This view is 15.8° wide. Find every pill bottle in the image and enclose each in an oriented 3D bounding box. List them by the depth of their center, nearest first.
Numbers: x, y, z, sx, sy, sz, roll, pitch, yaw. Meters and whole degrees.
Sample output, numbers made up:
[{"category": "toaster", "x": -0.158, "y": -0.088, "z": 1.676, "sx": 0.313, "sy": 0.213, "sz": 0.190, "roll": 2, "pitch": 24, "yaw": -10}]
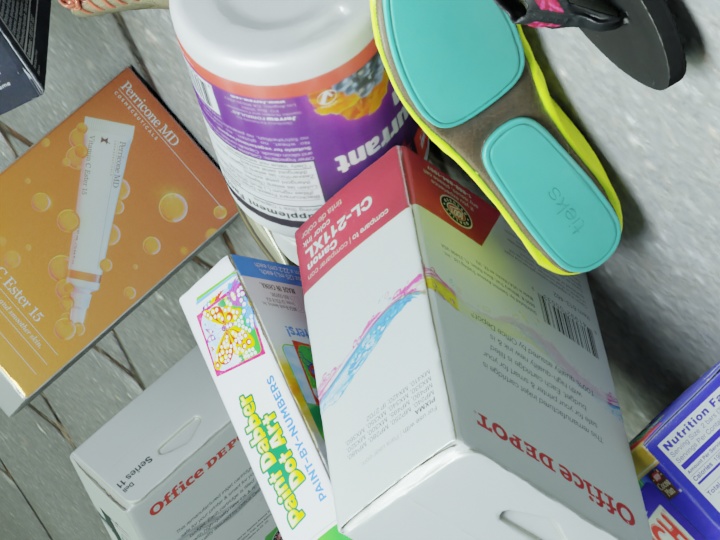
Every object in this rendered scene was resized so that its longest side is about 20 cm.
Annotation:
[{"category": "pill bottle", "x": -0.024, "y": -0.086, "z": 1.318, "sx": 0.111, "sy": 0.111, "sz": 0.200, "roll": 38, "pitch": 160, "yaw": 29}]

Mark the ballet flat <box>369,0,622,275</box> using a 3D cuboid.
[{"category": "ballet flat", "x": 0.058, "y": -0.082, "z": 1.223, "sx": 0.200, "sy": 0.067, "sz": 0.067, "roll": 55, "pitch": -178, "yaw": -26}]

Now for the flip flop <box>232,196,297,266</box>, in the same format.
[{"category": "flip flop", "x": 0.000, "y": 0.000, "z": 1.523, "sx": 0.200, "sy": 0.081, "sz": 0.058, "roll": 56, "pitch": 147, "yaw": -6}]

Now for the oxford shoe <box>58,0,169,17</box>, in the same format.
[{"category": "oxford shoe", "x": -0.132, "y": -0.165, "z": 1.467, "sx": 0.200, "sy": 0.075, "sz": 0.071, "roll": 21, "pitch": 148, "yaw": 56}]

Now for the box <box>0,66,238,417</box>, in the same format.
[{"category": "box", "x": -0.193, "y": -0.018, "z": 1.715, "sx": 0.124, "sy": 0.200, "sz": 0.097, "roll": 48, "pitch": 162, "yaw": -2}]

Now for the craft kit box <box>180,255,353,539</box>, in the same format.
[{"category": "craft kit box", "x": 0.020, "y": 0.094, "z": 1.320, "sx": 0.200, "sy": 0.048, "sz": 0.198, "roll": 12, "pitch": -137, "yaw": -51}]

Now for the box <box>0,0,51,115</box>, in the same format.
[{"category": "box", "x": -0.284, "y": -0.203, "z": 1.543, "sx": 0.199, "sy": 0.123, "sz": 0.200, "roll": 60, "pitch": -169, "yaw": -30}]

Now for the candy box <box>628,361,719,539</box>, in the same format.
[{"category": "candy box", "x": 0.211, "y": 0.156, "z": 1.323, "sx": 0.200, "sy": 0.077, "sz": 0.169, "roll": 48, "pitch": 162, "yaw": 7}]

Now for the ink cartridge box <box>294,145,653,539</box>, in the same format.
[{"category": "ink cartridge box", "x": 0.053, "y": 0.060, "z": 1.257, "sx": 0.146, "sy": 0.083, "sz": 0.201, "roll": 34, "pitch": -149, "yaw": -34}]

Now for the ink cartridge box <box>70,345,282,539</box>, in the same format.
[{"category": "ink cartridge box", "x": -0.132, "y": 0.177, "z": 2.074, "sx": 0.083, "sy": 0.146, "sz": 0.200, "roll": 37, "pitch": 159, "yaw": 34}]

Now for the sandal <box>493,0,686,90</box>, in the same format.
[{"category": "sandal", "x": 0.060, "y": -0.147, "z": 1.097, "sx": 0.200, "sy": 0.045, "sz": 0.075, "roll": 48, "pitch": 162, "yaw": 1}]
